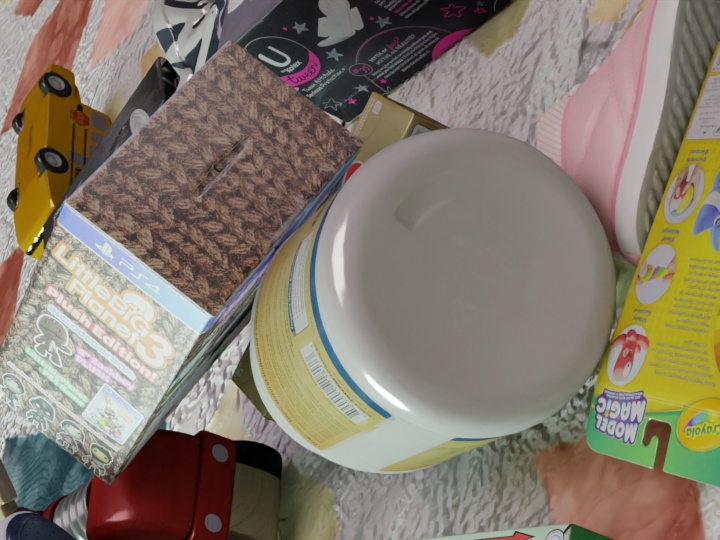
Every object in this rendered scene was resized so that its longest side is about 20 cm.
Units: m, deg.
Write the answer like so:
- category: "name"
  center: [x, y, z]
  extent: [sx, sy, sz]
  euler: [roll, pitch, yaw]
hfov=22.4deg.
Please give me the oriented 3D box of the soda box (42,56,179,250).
- category: "soda box"
  center: [-0.187, -0.074, 1.487]
  extent: [0.200, 0.063, 0.071]
  euler: [-52, 30, 28]

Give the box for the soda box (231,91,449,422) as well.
- category: "soda box"
  center: [0.000, 0.000, 1.089]
  extent: [0.200, 0.064, 0.068]
  euler: [-63, 27, 6]

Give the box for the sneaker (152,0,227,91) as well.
- category: "sneaker"
  center: [-0.096, -0.189, 1.397]
  extent: [0.130, 0.079, 0.199]
  euler: [-43, 35, 37]

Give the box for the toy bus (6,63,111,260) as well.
- category: "toy bus"
  center: [-0.268, -0.095, 1.635]
  extent: [0.065, 0.078, 0.200]
  euler: [-49, 32, 33]

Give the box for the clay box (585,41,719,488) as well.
- category: "clay box"
  center: [0.173, -0.003, 0.793]
  extent: [0.115, 0.048, 0.200]
  euler: [11, 80, 65]

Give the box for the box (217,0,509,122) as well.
- category: "box"
  center: [0.007, -0.211, 1.186]
  extent: [0.200, 0.115, 0.132]
  euler: [-32, 43, 48]

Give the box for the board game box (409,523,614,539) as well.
- category: "board game box"
  center: [0.041, 0.199, 0.896]
  extent: [0.200, 0.029, 0.135]
  euler: [-19, 52, 55]

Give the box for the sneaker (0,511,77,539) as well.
- category: "sneaker"
  center: [-0.117, 0.198, 1.037]
  extent: [0.108, 0.200, 0.070]
  euler: [-42, -1, 32]

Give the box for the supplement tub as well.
- category: "supplement tub"
  center: [0.026, 0.023, 0.904]
  extent: [0.200, 0.144, 0.145]
  euler: [142, 144, -69]

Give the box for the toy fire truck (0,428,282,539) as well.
- category: "toy fire truck"
  center: [-0.168, 0.139, 1.132]
  extent: [0.176, 0.200, 0.129]
  euler: [-37, 40, 45]

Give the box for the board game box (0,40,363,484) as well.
- category: "board game box"
  center: [-0.109, -0.001, 1.030]
  extent: [0.159, 0.097, 0.200]
  euler: [-51, -2, -40]

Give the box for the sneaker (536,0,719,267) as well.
- category: "sneaker"
  center: [0.144, -0.100, 0.892]
  extent: [0.105, 0.075, 0.201]
  euler: [14, 85, 59]
